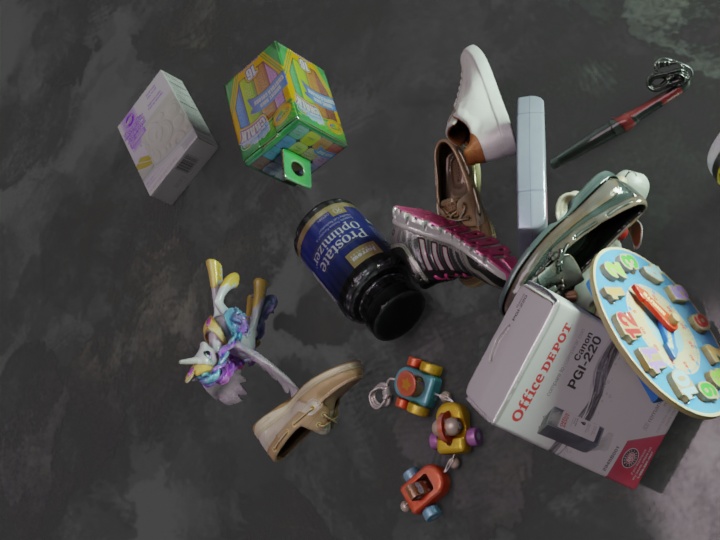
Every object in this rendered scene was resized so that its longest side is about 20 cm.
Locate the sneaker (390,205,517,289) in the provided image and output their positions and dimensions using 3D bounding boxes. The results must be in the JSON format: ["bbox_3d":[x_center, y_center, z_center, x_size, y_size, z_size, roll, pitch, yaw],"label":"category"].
[{"bbox_3d":[0.111,-0.010,1.125,0.198,0.073,0.089,28,112,34],"label":"sneaker"}]

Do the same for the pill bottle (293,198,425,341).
[{"bbox_3d":[0.000,0.000,1.236,0.112,0.111,0.200,-52,52,13],"label":"pill bottle"}]

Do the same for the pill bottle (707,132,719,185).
[{"bbox_3d":[0.449,-0.068,0.899,0.112,0.112,0.202,-40,56,22],"label":"pill bottle"}]

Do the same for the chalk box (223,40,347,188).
[{"bbox_3d":[-0.111,-0.222,1.382,0.123,0.124,0.203,-33,60,26],"label":"chalk box"}]

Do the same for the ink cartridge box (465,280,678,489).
[{"bbox_3d":[0.233,0.122,0.951,0.147,0.198,0.085,-62,17,6],"label":"ink cartridge box"}]

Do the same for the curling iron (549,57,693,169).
[{"bbox_3d":[0.314,-0.188,1.093,0.199,0.026,0.050,-38,93,28],"label":"curling iron"}]

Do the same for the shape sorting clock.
[{"bbox_3d":[0.310,0.059,0.917,0.039,0.197,0.202,-47,52,40],"label":"shape sorting clock"}]

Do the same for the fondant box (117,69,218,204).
[{"bbox_3d":[-0.351,-0.241,1.620,0.144,0.058,0.201,-46,53,19],"label":"fondant box"}]

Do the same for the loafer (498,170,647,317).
[{"bbox_3d":[0.231,-0.020,0.976,0.201,0.072,0.063,-50,52,-4],"label":"loafer"}]

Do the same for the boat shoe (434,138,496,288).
[{"bbox_3d":[0.129,-0.076,1.185,0.071,0.064,0.203,-22,65,32],"label":"boat shoe"}]

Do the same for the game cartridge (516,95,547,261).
[{"bbox_3d":[0.203,-0.101,1.060,0.040,0.134,0.203,-4,55,15],"label":"game cartridge"}]

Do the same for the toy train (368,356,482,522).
[{"bbox_3d":[0.070,0.209,1.155,0.150,0.055,0.202,-40,56,22],"label":"toy train"}]

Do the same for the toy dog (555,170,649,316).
[{"bbox_3d":[0.269,-0.022,1.038,0.130,0.096,0.204,-7,73,36],"label":"toy dog"}]

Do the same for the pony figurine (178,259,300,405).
[{"bbox_3d":[-0.182,0.110,1.320,0.164,0.193,0.203,-13,50,31],"label":"pony figurine"}]

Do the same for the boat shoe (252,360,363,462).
[{"bbox_3d":[-0.064,0.200,1.261,0.199,0.073,0.070,-39,68,24],"label":"boat shoe"}]

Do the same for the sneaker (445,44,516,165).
[{"bbox_3d":[0.144,-0.221,1.183,0.083,0.073,0.202,-19,48,11],"label":"sneaker"}]
